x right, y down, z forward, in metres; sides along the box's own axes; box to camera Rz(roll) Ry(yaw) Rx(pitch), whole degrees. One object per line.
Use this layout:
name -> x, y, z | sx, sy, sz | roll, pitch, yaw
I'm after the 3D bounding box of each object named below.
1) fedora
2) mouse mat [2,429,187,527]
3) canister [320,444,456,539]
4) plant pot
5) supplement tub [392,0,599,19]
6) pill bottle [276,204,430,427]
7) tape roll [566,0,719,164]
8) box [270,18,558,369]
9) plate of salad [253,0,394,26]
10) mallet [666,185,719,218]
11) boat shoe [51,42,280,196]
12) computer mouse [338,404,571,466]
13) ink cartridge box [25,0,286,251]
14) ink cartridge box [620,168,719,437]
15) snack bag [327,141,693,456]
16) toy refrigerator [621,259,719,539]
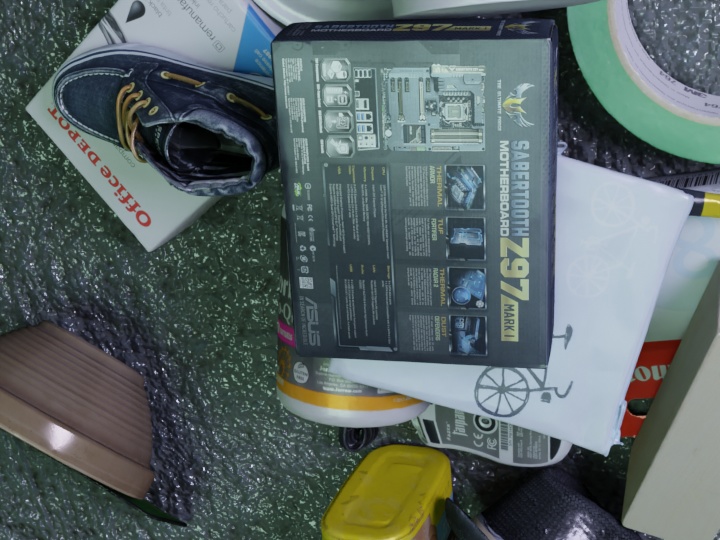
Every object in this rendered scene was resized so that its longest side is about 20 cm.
fedora -> 0.158, 0.214, 0.877 | 0.200, 0.201, 0.092 | 42, 90, -1
mouse mat -> -0.248, 0.174, 1.033 | 0.199, 0.161, 0.008 | 28, 78, 8
canister -> 0.030, 0.260, 0.940 | 0.086, 0.149, 0.201 | 3, 114, 22
plant pot -> -0.249, 0.105, 0.989 | 0.200, 0.201, 0.093 | 27, 78, 9
supplement tub -> 0.071, -0.247, 0.653 | 0.144, 0.144, 0.201 | 0, 100, 23
pill bottle -> 0.000, 0.000, 0.829 | 0.116, 0.116, 0.201 | 7, 102, 20
tape roll -> 0.227, -0.165, 0.706 | 0.199, 0.048, 0.201 | 10, 118, 19
box -> 0.035, -0.043, 0.685 | 0.157, 0.051, 0.201 | 2, 114, 13
plate of salad -> -0.001, -0.248, 0.757 | 0.199, 0.048, 0.201 | 1, 100, 6
mallet -> 0.220, -0.049, 0.718 | 0.199, 0.041, 0.066 | 14, 111, 2
boat shoe -> -0.133, -0.100, 0.763 | 0.199, 0.091, 0.071 | 10, 117, 20
computer mouse -> 0.073, 0.105, 0.909 | 0.199, 0.044, 0.110 | 8, 112, 25
ink cartridge box -> -0.123, -0.132, 0.850 | 0.200, 0.086, 0.147 | -38, 96, 31
ink cartridge box -> 0.199, 0.036, 0.816 | 0.159, 0.047, 0.201 | -7, 109, 25
snack bag -> 0.091, 0.005, 0.736 | 0.199, 0.021, 0.190 | 16, 109, 8
toy refrigerator -> 0.239, 0.095, 0.783 | 0.070, 0.076, 0.201 | 16, 132, 6
